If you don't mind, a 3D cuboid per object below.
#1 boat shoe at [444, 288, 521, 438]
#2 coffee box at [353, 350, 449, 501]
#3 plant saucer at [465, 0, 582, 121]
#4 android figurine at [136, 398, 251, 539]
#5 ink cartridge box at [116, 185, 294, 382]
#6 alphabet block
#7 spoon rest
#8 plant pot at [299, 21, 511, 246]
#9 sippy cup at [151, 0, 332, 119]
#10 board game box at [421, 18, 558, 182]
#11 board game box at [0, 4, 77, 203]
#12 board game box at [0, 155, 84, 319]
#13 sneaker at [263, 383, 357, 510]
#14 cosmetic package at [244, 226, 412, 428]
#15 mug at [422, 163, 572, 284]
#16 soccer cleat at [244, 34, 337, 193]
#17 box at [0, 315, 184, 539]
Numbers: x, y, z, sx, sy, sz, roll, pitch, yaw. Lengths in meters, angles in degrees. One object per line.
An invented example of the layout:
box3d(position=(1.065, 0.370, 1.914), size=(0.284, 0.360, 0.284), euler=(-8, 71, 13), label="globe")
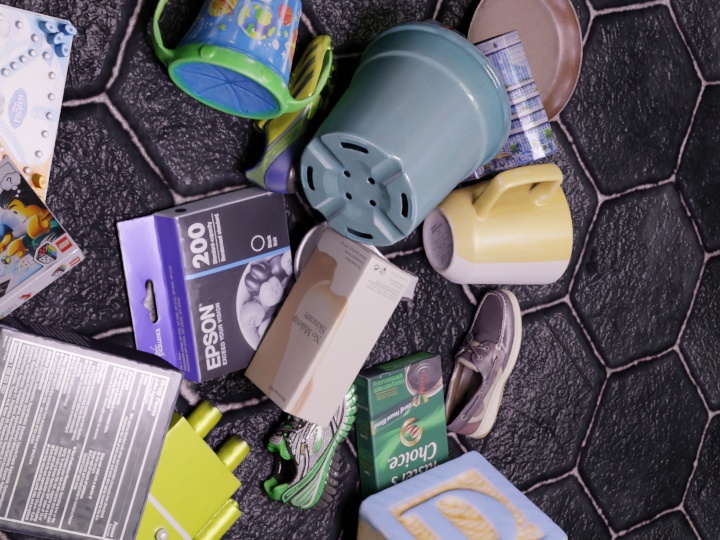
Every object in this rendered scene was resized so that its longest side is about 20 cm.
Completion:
box3d(position=(0.155, 0.121, 1.752), size=(0.064, 0.072, 0.201), euler=(9, 99, -40), label="boat shoe")
box3d(position=(0.054, 0.213, 1.713), size=(0.122, 0.044, 0.202), euler=(-14, 107, -34), label="coffee box")
box3d(position=(0.206, -0.283, 1.736), size=(0.199, 0.032, 0.202), euler=(-8, 104, -33), label="plant saucer")
box3d(position=(-0.216, 0.249, 1.534), size=(0.200, 0.041, 0.183), euler=(-46, 121, -21), label="android figurine")
box3d(position=(-0.166, 0.020, 1.524), size=(0.199, 0.043, 0.200), euler=(-17, 109, -31), label="ink cartridge box")
box3d(position=(0.117, 0.382, 1.667), size=(0.195, 0.195, 0.201), euler=(-17, 129, -29), label="alphabet block")
box3d(position=(0.000, 0.000, 1.614), size=(0.199, 0.060, 0.100), euler=(16, 89, -43), label="spoon rest")
box3d(position=(0.041, -0.142, 1.508), size=(0.196, 0.199, 0.201), euler=(-53, 125, -40), label="plant pot")
box3d(position=(-0.126, -0.253, 1.456), size=(0.177, 0.139, 0.131), euler=(32, 69, -44), label="sippy cup")
box3d(position=(0.126, -0.214, 1.620), size=(0.061, 0.200, 0.201), euler=(-26, 98, -30), label="board game box")
box3d(position=(-0.391, -0.171, 1.342), size=(0.199, 0.026, 0.202), euler=(8, 94, -36), label="board game box")
box3d(position=(-0.387, -0.004, 1.307), size=(0.200, 0.035, 0.126), euler=(-38, 76, -13), label="board game box")
box3d(position=(-0.062, 0.190, 1.608), size=(0.085, 0.078, 0.202), euler=(9, 94, -35), label="sneaker")
box3d(position=(-0.038, 0.064, 1.525), size=(0.071, 0.105, 0.201), euler=(27, 93, -40), label="cosmetic package")
box3d(position=(0.165, -0.064, 1.682), size=(0.152, 0.149, 0.188), euler=(-8, 119, -25), label="mug")
box3d(position=(-0.080, -0.185, 1.536), size=(0.065, 0.083, 0.202), euler=(65, 38, -69), label="soccer cleat")
box3d(position=(-0.313, 0.167, 1.384), size=(0.197, 0.123, 0.201), euler=(18, 89, -24), label="box")
